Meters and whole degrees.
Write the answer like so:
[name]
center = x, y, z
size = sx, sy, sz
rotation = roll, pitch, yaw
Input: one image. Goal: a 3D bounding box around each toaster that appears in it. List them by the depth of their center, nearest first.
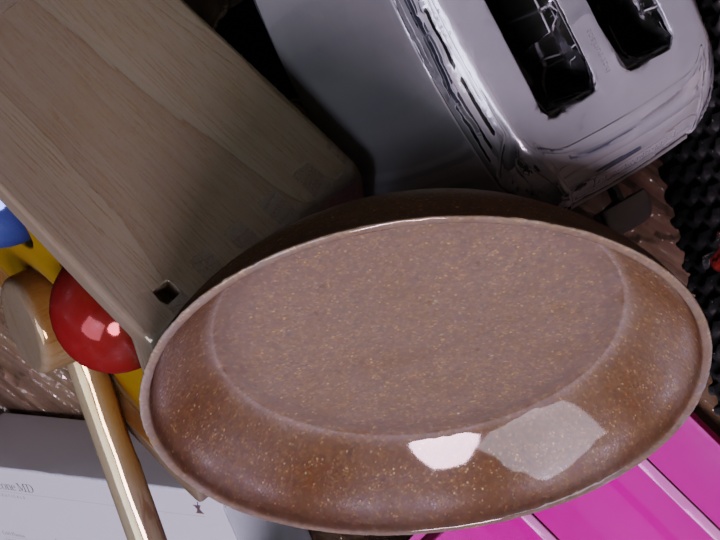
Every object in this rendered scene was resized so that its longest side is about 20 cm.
[toaster]
center = 0.039, -0.101, 0.890
size = 0.201, 0.113, 0.129
rotation = 63, 157, -5

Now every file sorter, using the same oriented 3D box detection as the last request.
[file sorter]
center = 0.073, 0.148, 1.005
size = 0.139, 0.125, 0.200
rotation = 44, 102, 9

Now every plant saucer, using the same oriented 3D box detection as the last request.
[plant saucer]
center = 0.022, 0.028, 0.871
size = 0.199, 0.037, 0.201
rotation = -3, 145, -2

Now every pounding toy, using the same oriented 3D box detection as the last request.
[pounding toy]
center = -0.088, 0.010, 0.975
size = 0.184, 0.142, 0.200
rotation = 44, 163, 21

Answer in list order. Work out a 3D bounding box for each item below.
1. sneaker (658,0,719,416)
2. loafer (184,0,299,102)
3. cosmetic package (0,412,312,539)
[sneaker]
center = 0.168, -0.025, 0.910
size = 0.070, 0.093, 0.201
rotation = 172, 87, -71
[loafer]
center = -0.054, -0.101, 1.025
size = 0.199, 0.071, 0.073
rotation = 0, 123, 42
[cosmetic package]
center = -0.107, 0.154, 1.307
size = 0.199, 0.052, 0.151
rotation = 3, 127, 40
